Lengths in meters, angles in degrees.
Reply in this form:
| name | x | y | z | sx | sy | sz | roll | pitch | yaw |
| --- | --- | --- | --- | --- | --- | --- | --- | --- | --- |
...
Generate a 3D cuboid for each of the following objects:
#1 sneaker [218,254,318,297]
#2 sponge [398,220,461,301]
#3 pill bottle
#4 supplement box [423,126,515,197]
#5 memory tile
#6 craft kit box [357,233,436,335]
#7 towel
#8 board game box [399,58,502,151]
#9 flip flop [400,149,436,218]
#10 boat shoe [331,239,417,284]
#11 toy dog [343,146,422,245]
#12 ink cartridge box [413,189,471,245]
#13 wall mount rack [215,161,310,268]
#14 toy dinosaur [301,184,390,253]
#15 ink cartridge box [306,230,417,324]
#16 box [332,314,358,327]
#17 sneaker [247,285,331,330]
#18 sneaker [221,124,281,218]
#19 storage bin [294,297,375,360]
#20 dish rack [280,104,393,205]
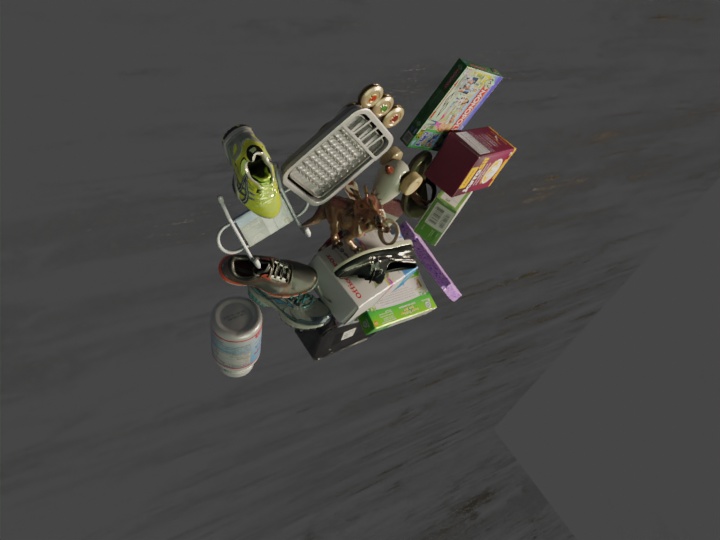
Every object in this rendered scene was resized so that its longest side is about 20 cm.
| name | x | y | z | sx | sy | sz | roll | pitch | yaw |
| --- | --- | --- | --- | --- | --- | --- | --- | --- | --- |
| sneaker | -0.174 | 0.008 | 1.610 | 0.200 | 0.077 | 0.082 | 5 | 169 | -18 |
| sponge | 0.163 | -0.021 | 1.942 | 0.030 | 0.200 | 0.112 | -38 | 154 | 7 |
| pill bottle | -0.270 | 0.150 | 1.788 | 0.109 | 0.109 | 0.200 | -25 | 153 | -23 |
| supplement box | 0.235 | -0.234 | 1.755 | 0.200 | 0.086 | 0.110 | -22 | 150 | -55 |
| memory tile | -0.015 | -0.254 | 1.532 | 0.200 | 0.017 | 0.153 | -41 | 154 | 11 |
| craft kit box | 0.053 | 0.026 | 1.843 | 0.200 | 0.198 | 0.049 | -15 | 163 | -40 |
| towel | 0.008 | -0.093 | 1.832 | 0.200 | 0.023 | 0.144 | -43 | 156 | 17 |
| board game box | 0.182 | -0.326 | 1.647 | 0.135 | 0.029 | 0.200 | -2 | 138 | -49 |
| flip flop | 0.137 | -0.178 | 1.791 | 0.081 | 0.058 | 0.200 | -42 | 156 | -29 |
| boat shoe | 0.035 | -0.006 | 1.650 | 0.199 | 0.066 | 0.074 | -16 | 165 | -40 |
| toy dog | 0.033 | -0.154 | 1.649 | 0.096 | 0.132 | 0.200 | 1 | 115 | -63 |
| ink cartridge box | 0.195 | -0.147 | 1.834 | 0.104 | 0.059 | 0.200 | -57 | 176 | 34 |
| wall mount rack | -0.181 | -0.107 | 1.516 | 0.200 | 0.075 | 0.174 | -33 | 123 | -11 |
| toy dinosaur | -0.024 | -0.110 | 1.580 | 0.086 | 0.200 | 0.136 | -60 | 150 | -33 |
| ink cartridge box | 0.000 | 0.000 | 1.728 | 0.200 | 0.145 | 0.085 | -33 | 171 | -38 |
| box | 0.023 | 0.040 | 1.922 | 0.200 | 0.132 | 0.115 | -13 | 164 | -41 |
| sneaker | -0.148 | 0.051 | 1.685 | 0.078 | 0.200 | 0.086 | -47 | 155 | -44 |
| sneaker | -0.177 | -0.151 | 1.392 | 0.075 | 0.076 | 0.200 | -34 | 142 | -10 |
| storage bin | -0.049 | 0.124 | 2.045 | 0.200 | 0.094 | 0.135 | -21 | 151 | -32 |
| dish rack | -0.048 | -0.213 | 1.491 | 0.200 | 0.044 | 0.172 | -40 | 156 | 8 |
